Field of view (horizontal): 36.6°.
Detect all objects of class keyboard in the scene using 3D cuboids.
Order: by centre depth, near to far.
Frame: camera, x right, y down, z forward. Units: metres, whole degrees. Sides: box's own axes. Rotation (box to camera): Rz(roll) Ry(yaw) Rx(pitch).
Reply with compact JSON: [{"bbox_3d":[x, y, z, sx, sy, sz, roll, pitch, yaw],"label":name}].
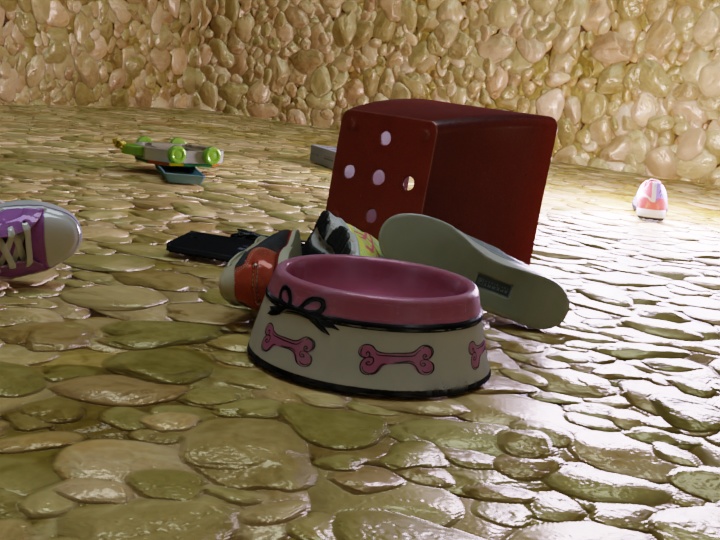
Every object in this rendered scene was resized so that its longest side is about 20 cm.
[{"bbox_3d":[-0.115,-0.021,1.257,0.200,0.021,0.127,10,18,17],"label":"keyboard"}]

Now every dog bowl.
[{"bbox_3d":[0.010,0.038,0.885,0.200,0.074,0.200,5,11,-1],"label":"dog bowl"}]

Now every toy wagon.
[{"bbox_3d":[-0.353,-0.215,1.969,0.200,0.040,0.155,-2,13,-35],"label":"toy wagon"}]

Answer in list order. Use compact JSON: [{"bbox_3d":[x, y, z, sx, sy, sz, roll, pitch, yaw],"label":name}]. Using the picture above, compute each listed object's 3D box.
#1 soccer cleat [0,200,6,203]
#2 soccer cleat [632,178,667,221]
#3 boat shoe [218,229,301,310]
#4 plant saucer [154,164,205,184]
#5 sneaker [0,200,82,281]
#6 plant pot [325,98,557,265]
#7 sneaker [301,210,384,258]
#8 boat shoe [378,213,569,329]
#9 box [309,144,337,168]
[{"bbox_3d":[-0.432,-0.055,1.155,0.200,0.067,0.076,6,6,15],"label":"soccer cleat"},{"bbox_3d":[0.559,-0.142,2.085,0.068,0.073,0.200,8,12,12],"label":"soccer cleat"},{"bbox_3d":[-0.088,0.001,1.037,0.062,0.071,0.200,-6,8,3],"label":"boat shoe"},{"bbox_3d":[-0.322,-0.174,1.919,0.070,0.019,0.200,3,12,-17],"label":"plant saucer"},{"bbox_3d":[-0.345,-0.010,0.970,0.200,0.073,0.114,-9,20,-20],"label":"sneaker"},{"bbox_3d":[0.073,-0.096,1.216,0.200,0.200,0.176,16,8,40],"label":"plant pot"},{"bbox_3d":[0.000,0.000,1.081,0.090,0.078,0.200,26,17,-17],"label":"sneaker"},{"bbox_3d":[0.110,0.003,1.085,0.201,0.070,0.072,25,2,0],"label":"boat shoe"},{"bbox_3d":[0.010,-0.244,2.390,0.200,0.041,0.156,-1,13,-26],"label":"box"}]
